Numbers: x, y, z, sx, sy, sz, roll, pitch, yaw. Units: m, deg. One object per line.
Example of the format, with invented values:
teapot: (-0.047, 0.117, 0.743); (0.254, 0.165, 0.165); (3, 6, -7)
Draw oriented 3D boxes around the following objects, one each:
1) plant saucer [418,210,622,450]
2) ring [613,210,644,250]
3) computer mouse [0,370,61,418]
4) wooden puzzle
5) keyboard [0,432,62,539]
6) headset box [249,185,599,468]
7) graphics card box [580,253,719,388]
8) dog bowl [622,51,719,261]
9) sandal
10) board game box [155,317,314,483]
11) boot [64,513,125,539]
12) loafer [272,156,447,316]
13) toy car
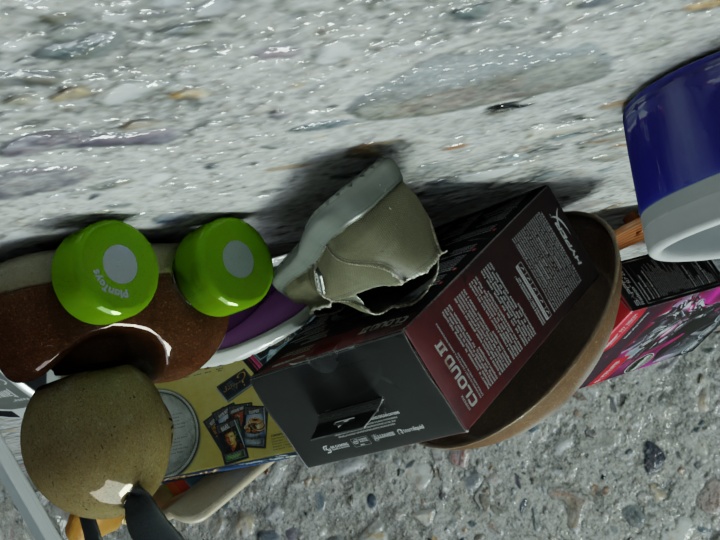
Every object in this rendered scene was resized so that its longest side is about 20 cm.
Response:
plant saucer: (0.109, 0.048, 0.948); (0.037, 0.201, 0.200); (41, 144, -23)
ring: (0.193, 0.010, 1.114); (0.200, 0.019, 0.201); (-27, 157, -12)
computer mouse: (-0.233, 0.073, 0.939); (0.109, 0.044, 0.200); (-7, 143, 30)
wooden puzzle: (-0.095, 0.137, 1.113); (0.185, 0.037, 0.200); (-39, -176, -19)
keyboard: (-0.220, 0.097, 0.806); (0.011, 0.201, 0.056); (-31, -163, -22)
headset box: (0.037, 0.041, 0.868); (0.149, 0.077, 0.200); (-21, -163, 45)
graphics card box: (0.240, 0.035, 1.136); (0.199, 0.051, 0.126); (-13, 150, -40)
dog bowl: (0.238, -0.066, 0.698); (0.199, 0.079, 0.200); (-10, 171, -2)
sandal: (-0.119, 0.028, 0.931); (0.202, 0.083, 0.050); (-14, 128, 17)
board game box: (-0.079, 0.073, 1.002); (0.199, 0.136, 0.035); (-12, 167, 14)
boot: (-0.177, 0.136, 1.164); (0.201, 0.071, 0.144); (-41, 163, -51)
loafer: (0.000, 0.000, 0.780); (0.075, 0.070, 0.200); (-39, 176, -12)
toy car: (-0.138, 0.086, 0.801); (0.157, 0.201, 0.164); (-3, 168, -42)
